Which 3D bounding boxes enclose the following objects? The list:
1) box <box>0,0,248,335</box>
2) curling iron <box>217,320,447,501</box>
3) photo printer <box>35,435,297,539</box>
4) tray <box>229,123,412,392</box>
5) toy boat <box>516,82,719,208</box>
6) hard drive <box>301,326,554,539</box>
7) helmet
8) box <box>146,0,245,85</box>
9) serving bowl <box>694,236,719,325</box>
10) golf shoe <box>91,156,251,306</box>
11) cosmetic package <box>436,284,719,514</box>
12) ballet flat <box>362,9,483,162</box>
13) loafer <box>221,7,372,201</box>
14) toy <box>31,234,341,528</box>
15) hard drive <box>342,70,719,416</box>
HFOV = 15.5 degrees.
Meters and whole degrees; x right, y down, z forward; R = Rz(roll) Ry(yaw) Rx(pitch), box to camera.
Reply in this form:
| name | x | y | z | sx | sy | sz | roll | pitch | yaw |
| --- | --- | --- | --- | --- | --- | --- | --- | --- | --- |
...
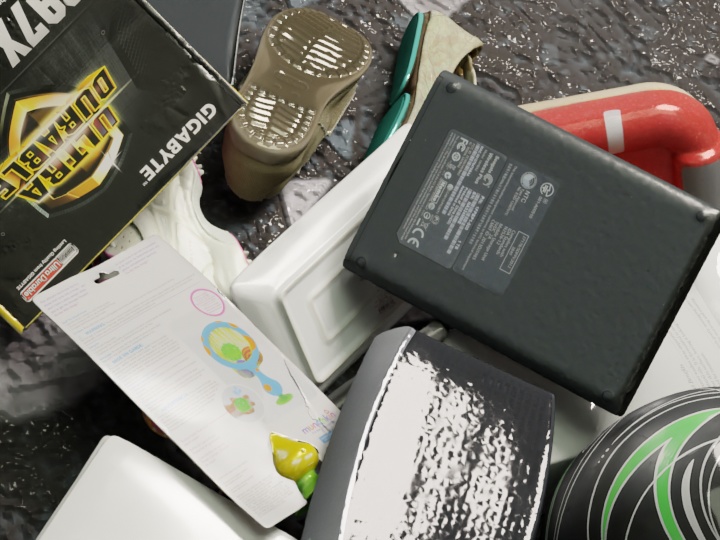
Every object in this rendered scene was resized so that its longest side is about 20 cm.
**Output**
| name | x | y | z | sx | sy | sz | roll | pitch | yaw |
| --- | --- | --- | --- | --- | --- | --- | --- | --- | --- |
| box | -0.194 | -0.087 | 1.620 | 0.200 | 0.049 | 0.160 | -45 | 95 | -4 |
| curling iron | -0.020 | 0.102 | 1.613 | 0.050 | 0.026 | 0.200 | 42 | 73 | 15 |
| photo printer | -0.101 | 0.207 | 1.510 | 0.200 | 0.069 | 0.166 | 31 | 57 | 4 |
| tray | 0.000 | 0.000 | 1.696 | 0.022 | 0.107 | 0.200 | 3 | 35 | 41 |
| toy boat | 0.142 | -0.032 | 1.688 | 0.200 | 0.131 | 0.131 | -11 | 34 | 0 |
| hard drive | 0.044 | 0.130 | 1.540 | 0.135 | 0.042 | 0.200 | 25 | 51 | -8 |
| helmet | 0.205 | 0.167 | 1.580 | 0.200 | 0.200 | 0.191 | -1 | 63 | -21 |
| box | -0.187 | -0.173 | 1.718 | 0.200 | 0.141 | 0.079 | 6 | 94 | -15 |
| serving bowl | 0.290 | 0.001 | 1.817 | 0.200 | 0.066 | 0.200 | 10 | 51 | -13 |
| golf shoe | -0.138 | -0.029 | 1.679 | 0.091 | 0.075 | 0.200 | -18 | 62 | -26 |
| cosmetic package | 0.142 | 0.081 | 1.694 | 0.200 | 0.081 | 0.113 | -13 | 60 | -27 |
| ballet flat | 0.045 | -0.102 | 1.806 | 0.062 | 0.067 | 0.200 | 26 | 50 | -9 |
| loafer | -0.051 | -0.113 | 1.779 | 0.076 | 0.068 | 0.200 | 31 | 34 | 2 |
| toy | -0.096 | 0.074 | 1.582 | 0.200 | 0.047 | 0.115 | 41 | 40 | 17 |
| hard drive | 0.106 | -0.018 | 1.626 | 0.200 | 0.033 | 0.140 | 29 | 93 | 19 |
